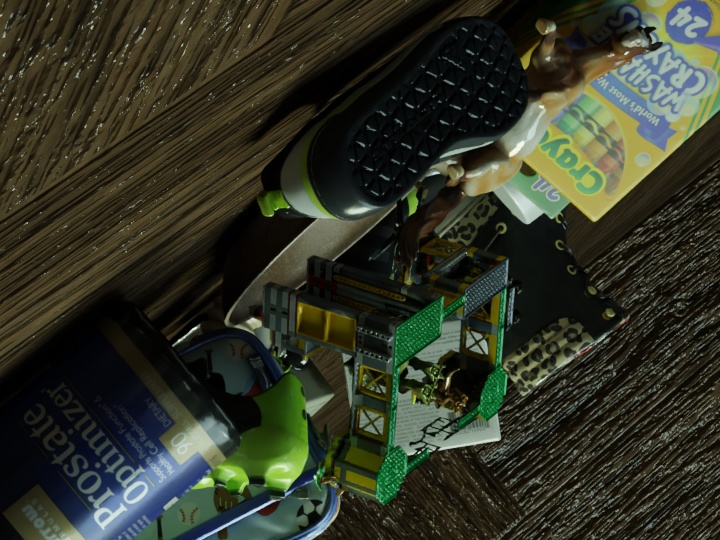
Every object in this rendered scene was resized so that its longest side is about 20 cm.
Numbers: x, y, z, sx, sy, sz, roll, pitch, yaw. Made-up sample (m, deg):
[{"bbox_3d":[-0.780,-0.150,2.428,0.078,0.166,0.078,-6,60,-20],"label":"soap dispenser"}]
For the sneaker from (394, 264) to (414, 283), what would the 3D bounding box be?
[{"bbox_3d":[0.022,-0.018,1.866,0.091,0.066,0.200,-47,175,28],"label":"sneaker"}]

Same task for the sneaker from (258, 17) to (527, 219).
[{"bbox_3d":[0.013,-0.084,1.394,0.083,0.072,0.200,-13,-166,44],"label":"sneaker"}]

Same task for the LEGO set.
[{"bbox_3d":[0.008,0.049,1.592,0.200,0.115,0.155,-41,139,-45],"label":"LEGO set"}]

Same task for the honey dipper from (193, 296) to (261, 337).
[{"bbox_3d":[-0.128,0.112,1.665,0.201,0.038,0.038,-61,178,-12],"label":"honey dipper"}]

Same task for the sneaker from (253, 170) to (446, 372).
[{"bbox_3d":[0.000,0.000,1.756,0.200,0.083,0.072,-39,174,-11],"label":"sneaker"}]

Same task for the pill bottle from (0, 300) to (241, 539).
[{"bbox_3d":[-0.176,0.120,1.439,0.200,0.112,0.112,-40,173,-6],"label":"pill bottle"}]

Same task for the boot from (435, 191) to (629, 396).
[{"bbox_3d":[0.143,-0.019,1.814,0.200,0.151,0.073,-36,174,-12],"label":"boot"}]

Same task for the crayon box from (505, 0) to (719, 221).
[{"bbox_3d":[0.155,-0.122,1.616,0.200,0.126,0.052,-43,-156,21],"label":"crayon box"}]

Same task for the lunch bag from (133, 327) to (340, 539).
[{"bbox_3d":[-0.113,0.138,1.608,0.199,0.161,0.076,-26,172,-2],"label":"lunch bag"}]

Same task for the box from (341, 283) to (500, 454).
[{"bbox_3d":[0.043,0.064,1.943,0.112,0.102,0.200,-9,-166,3],"label":"box"}]

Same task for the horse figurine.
[{"bbox_3d":[0.089,-0.089,1.538,0.200,0.050,0.132,-47,167,16],"label":"horse figurine"}]

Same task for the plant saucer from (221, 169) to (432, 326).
[{"bbox_3d":[-0.019,-0.042,1.582,0.200,0.037,0.200,-39,173,-6],"label":"plant saucer"}]

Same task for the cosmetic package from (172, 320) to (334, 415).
[{"bbox_3d":[-0.098,0.094,1.802,0.103,0.087,0.200,-40,175,8],"label":"cosmetic package"}]

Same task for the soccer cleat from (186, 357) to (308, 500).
[{"bbox_3d":[-0.125,0.097,1.536,0.199,0.082,0.068,-1,159,18],"label":"soccer cleat"}]

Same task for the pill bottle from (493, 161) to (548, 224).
[{"bbox_3d":[0.164,-0.127,1.724,0.200,0.112,0.112,-41,173,-1],"label":"pill bottle"}]
